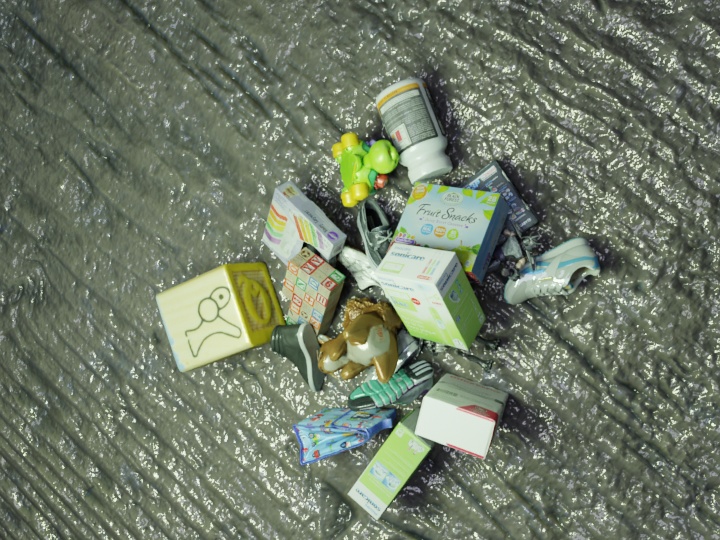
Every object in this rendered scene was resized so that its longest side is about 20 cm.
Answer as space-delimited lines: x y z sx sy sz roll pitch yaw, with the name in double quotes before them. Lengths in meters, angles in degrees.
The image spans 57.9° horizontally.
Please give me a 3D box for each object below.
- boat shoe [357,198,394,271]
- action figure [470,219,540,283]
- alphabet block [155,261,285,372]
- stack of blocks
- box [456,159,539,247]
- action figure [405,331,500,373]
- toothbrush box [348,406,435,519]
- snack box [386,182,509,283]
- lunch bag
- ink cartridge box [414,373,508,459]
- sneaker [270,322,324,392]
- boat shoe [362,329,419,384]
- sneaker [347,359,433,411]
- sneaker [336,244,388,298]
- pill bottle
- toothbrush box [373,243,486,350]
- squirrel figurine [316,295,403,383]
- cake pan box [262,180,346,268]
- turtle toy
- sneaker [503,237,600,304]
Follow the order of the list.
"boat shoe" 0.045 -0.069 1.400 0.071 0.068 0.201 -10 57 -15
"action figure" 0.267 -0.026 1.305 0.199 0.069 0.131 -24 58 16
"alphabet block" -0.316 0.104 1.506 0.199 0.196 0.197 -21 87 19
"stack of blocks" -0.113 0.059 1.447 0.115 0.059 0.201 35 140 15
"box" 0.250 -0.110 1.374 0.199 0.046 0.160 -36 80 17
"action figure" 0.191 0.138 1.371 0.199 0.102 0.119 19 64 15
"toothbrush box" 0.080 0.409 1.395 0.086 0.145 0.201 36 104 15
"snack box" 0.174 -0.080 1.301 0.199 0.068 0.170 15 76 36
"lunch bag" -0.020 0.351 1.423 0.199 0.150 0.095 -14 87 26
"ink cartridge box" 0.210 0.289 1.324 0.144 0.200 0.085 16 100 18
"sneaker" -0.144 0.195 1.486 0.098 0.071 0.201 5 130 24
"boat shoe" 0.047 0.216 1.448 0.066 0.072 0.200 45 105 17
"sneaker" 0.072 0.271 1.394 0.199 0.075 0.088 -21 125 -10
"sneaker" 0.000 0.000 1.453 0.199 0.076 0.088 23 99 18
"pill bottle" 0.117 -0.292 1.377 0.116 0.116 0.202 -22 84 19
"toothbrush box" 0.138 0.051 1.264 0.145 0.201 0.086 12 54 40
"squirrel figurine" -0.007 0.153 1.426 0.142 0.201 0.186 44 139 -15
"cake pan box" -0.127 -0.069 1.457 0.200 0.052 0.185 45 144 15
"turtle toy" 0.014 -0.224 1.398 0.100 0.200 0.147 -10 88 -19
"sneaker" 0.380 0.016 1.306 0.199 0.076 0.081 -34 51 18
